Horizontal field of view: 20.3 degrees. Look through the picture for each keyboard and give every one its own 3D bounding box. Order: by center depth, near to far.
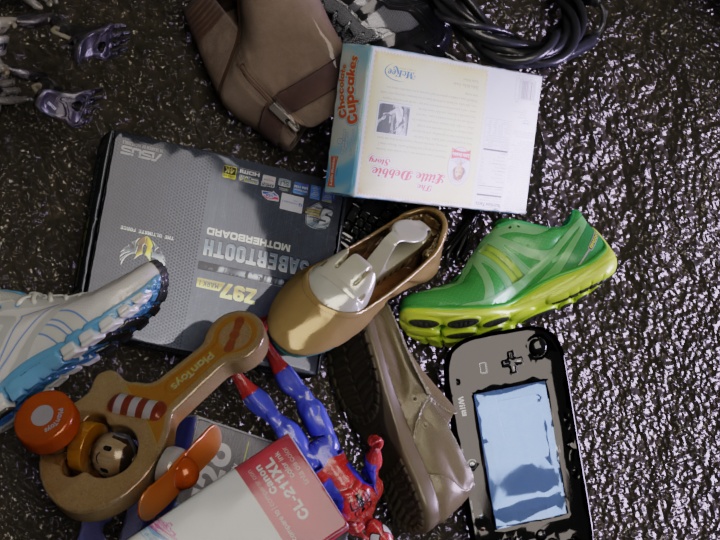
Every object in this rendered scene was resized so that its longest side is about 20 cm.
[{"bbox_3d":[0.062,-0.081,1.666,0.127,0.021,0.201,32,71,-12],"label":"keyboard"}]

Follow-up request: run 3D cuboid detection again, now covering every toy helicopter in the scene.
[{"bbox_3d":[-0.141,0.106,1.452,0.200,0.079,0.132,-41,50,-13],"label":"toy helicopter"}]

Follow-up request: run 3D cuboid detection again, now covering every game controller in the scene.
[{"bbox_3d":[0.127,0.148,1.623,0.104,0.042,0.201,-10,90,-23],"label":"game controller"}]

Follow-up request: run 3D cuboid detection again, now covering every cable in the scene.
[{"bbox_3d":[0.124,-0.239,1.659,0.200,0.051,0.164,-28,85,-50],"label":"cable"}]

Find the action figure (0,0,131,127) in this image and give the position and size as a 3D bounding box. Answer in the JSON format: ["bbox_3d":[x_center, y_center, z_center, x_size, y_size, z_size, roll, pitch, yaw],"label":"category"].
[{"bbox_3d":[-0.273,-0.174,1.516,0.199,0.102,0.119,24,101,25],"label":"action figure"}]

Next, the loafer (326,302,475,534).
[{"bbox_3d":[0.032,0.108,1.590,0.067,0.076,0.201,-12,80,-34],"label":"loafer"}]

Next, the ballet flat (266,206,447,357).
[{"bbox_3d":[0.000,0.000,1.544,0.069,0.063,0.200,40,41,13],"label":"ballet flat"}]

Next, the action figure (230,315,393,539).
[{"bbox_3d":[-0.026,0.130,1.506,0.065,0.099,0.200,-37,100,-20],"label":"action figure"}]

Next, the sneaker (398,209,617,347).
[{"bbox_3d":[0.113,0.005,1.647,0.199,0.074,0.084,-19,72,-24],"label":"sneaker"}]

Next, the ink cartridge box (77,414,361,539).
[{"bbox_3d":[-0.114,0.218,1.529,0.199,0.047,0.199,20,74,-18],"label":"ink cartridge box"}]

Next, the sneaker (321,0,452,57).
[{"bbox_3d":[-0.014,-0.197,1.628,0.199,0.075,0.114,15,73,-18],"label":"sneaker"}]

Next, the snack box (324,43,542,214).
[{"bbox_3d":[0.061,-0.109,1.591,0.199,0.037,0.117,4,94,-44],"label":"snack box"}]

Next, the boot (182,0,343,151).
[{"bbox_3d":[-0.048,-0.191,1.561,0.146,0.200,0.070,50,42,0],"label":"boot"}]

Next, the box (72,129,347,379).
[{"bbox_3d":[-0.118,-0.010,1.565,0.199,0.051,0.159,13,79,-17],"label":"box"}]

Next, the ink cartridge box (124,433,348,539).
[{"bbox_3d":[-0.122,0.212,1.427,0.199,0.146,0.083,-32,85,-18],"label":"ink cartridge box"}]

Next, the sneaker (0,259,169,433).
[{"bbox_3d":[-0.232,0.040,1.471,0.200,0.075,0.087,-34,79,10],"label":"sneaker"}]
